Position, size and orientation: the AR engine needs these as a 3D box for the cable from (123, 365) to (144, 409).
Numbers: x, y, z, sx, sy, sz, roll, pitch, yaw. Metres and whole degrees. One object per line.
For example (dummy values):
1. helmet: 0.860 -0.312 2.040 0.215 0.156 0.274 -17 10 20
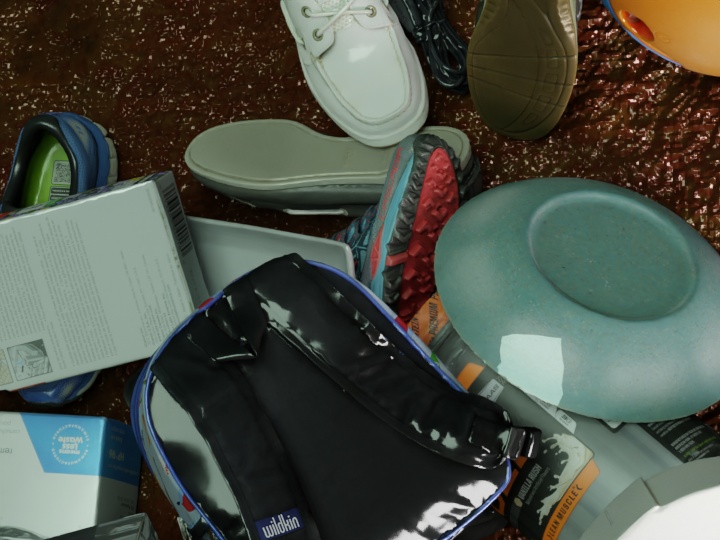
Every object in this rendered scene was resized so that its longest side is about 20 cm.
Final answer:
1. cable: -0.087 0.112 1.677 0.200 0.050 0.097 11 51 48

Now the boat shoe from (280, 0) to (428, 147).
1. boat shoe: -0.018 -0.168 1.725 0.071 0.069 0.200 -27 60 -1

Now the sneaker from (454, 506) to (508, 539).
1. sneaker: -0.003 0.167 1.675 0.200 0.091 0.076 -9 38 -2

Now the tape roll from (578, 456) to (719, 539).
1. tape roll: 0.210 0.201 1.545 0.203 0.037 0.203 -4 114 -9

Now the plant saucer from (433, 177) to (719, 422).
1. plant saucer: 0.145 0.004 1.605 0.201 0.039 0.201 10 45 -10

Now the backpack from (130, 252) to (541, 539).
1. backpack: -0.033 0.092 1.536 0.200 0.154 0.191 -37 96 -18

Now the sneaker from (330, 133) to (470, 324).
1. sneaker: 0.000 0.000 1.672 0.095 0.079 0.200 29 117 28

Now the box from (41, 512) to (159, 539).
1. box: -0.168 0.259 1.659 0.158 0.050 0.200 -18 114 14

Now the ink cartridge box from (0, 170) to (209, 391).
1. ink cartridge box: -0.202 0.014 1.706 0.200 0.050 0.109 -14 99 13

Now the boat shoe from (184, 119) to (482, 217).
1. boat shoe: -0.017 -0.057 1.731 0.200 0.057 0.067 2 45 23

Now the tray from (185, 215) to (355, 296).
1. tray: -0.060 0.022 1.691 0.200 0.022 0.107 10 109 49

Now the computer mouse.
1. computer mouse: 0.109 -0.212 1.730 0.200 0.044 0.110 -37 66 14

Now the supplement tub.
1. supplement tub: 0.117 0.095 1.621 0.200 0.123 0.123 40 93 22

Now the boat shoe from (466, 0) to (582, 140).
1. boat shoe: 0.108 -0.171 1.665 0.073 0.200 0.065 15 44 11

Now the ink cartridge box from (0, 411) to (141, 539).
1. ink cartridge box: -0.213 0.194 1.738 0.116 0.068 0.200 1 80 19

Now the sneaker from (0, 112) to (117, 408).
1. sneaker: -0.210 -0.009 1.767 0.078 0.089 0.200 -3 80 18

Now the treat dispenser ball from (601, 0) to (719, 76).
1. treat dispenser ball: 0.229 -0.215 1.603 0.201 0.201 0.201 -4 78 18
